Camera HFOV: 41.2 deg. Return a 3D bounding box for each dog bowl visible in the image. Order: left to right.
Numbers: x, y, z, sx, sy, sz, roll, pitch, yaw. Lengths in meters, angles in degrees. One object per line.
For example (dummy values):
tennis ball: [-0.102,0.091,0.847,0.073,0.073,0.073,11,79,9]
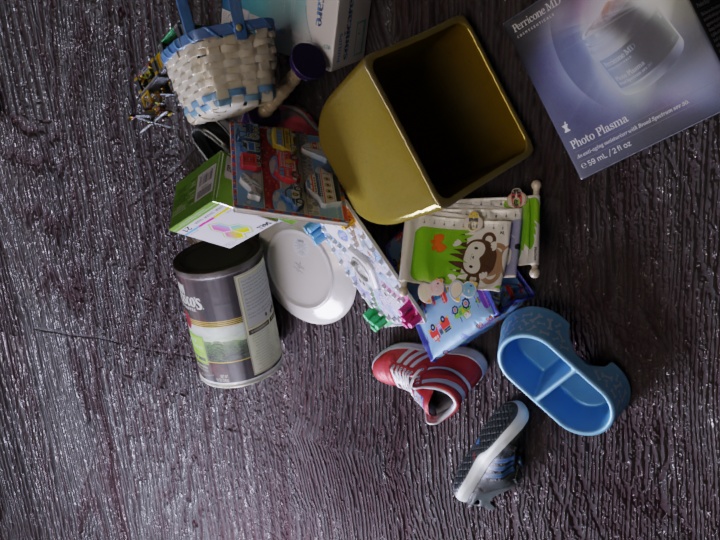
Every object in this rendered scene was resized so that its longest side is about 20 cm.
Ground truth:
dog bowl: [0.264,0.138,1.265,0.199,0.050,0.112,41,132,-2]

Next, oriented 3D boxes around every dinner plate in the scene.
dinner plate: [-0.091,-0.005,1.511,0.197,0.024,0.204,15,118,30]

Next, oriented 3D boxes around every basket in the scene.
basket: [-0.190,-0.303,1.255,0.176,0.137,0.204,1,108,62]

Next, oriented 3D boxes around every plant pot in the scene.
plant pot: [0.058,-0.169,1.219,0.199,0.194,0.196,-25,95,52]

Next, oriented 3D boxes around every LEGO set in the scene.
LEGO set: [-0.241,-0.269,1.416,0.199,0.153,0.118,-30,74,34]

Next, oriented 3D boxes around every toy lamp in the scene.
toy lamp: [-0.112,-0.239,1.313,0.059,0.058,0.199,59,145,-1]

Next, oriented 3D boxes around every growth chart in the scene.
growth chart: [0.142,-0.034,1.243,0.196,0.018,0.148,-6,76,17]

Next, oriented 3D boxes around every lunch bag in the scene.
lunch bag: [0.117,-0.004,1.321,0.150,0.093,0.202,-41,75,44]

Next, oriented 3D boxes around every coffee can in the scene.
coffee can: [-0.210,0.064,1.542,0.144,0.146,0.203,7,119,34]

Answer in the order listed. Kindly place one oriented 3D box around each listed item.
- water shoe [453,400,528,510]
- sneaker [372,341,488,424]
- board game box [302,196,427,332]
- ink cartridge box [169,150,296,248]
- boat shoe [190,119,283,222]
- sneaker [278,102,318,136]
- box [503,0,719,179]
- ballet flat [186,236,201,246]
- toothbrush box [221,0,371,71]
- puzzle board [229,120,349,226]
water shoe: [0.208,0.269,1.396,0.078,0.072,0.201,23,126,-7]
sneaker: [0.079,0.164,1.397,0.198,0.113,0.072,-7,120,39]
board game box: [0.000,0.000,1.358,0.201,0.026,0.200,56,164,-5]
ink cartridge box: [-0.149,-0.083,1.363,0.147,0.198,0.077,-22,56,52]
boat shoe: [-0.188,-0.151,1.481,0.073,0.068,0.201,-40,82,39]
sneaker: [-0.090,-0.182,1.385,0.198,0.086,0.075,29,125,24]
box: [0.295,-0.239,1.046,0.199,0.123,0.201,-27,92,41]
ballet flat: [-0.257,-0.034,1.614,0.066,0.046,0.203,-23,103,10]
toothbrush box: [-0.086,-0.375,1.293,0.198,0.085,0.149,25,125,27]
puzzle board: [-0.097,-0.133,1.264,0.148,0.202,0.018,6,129,-15]
